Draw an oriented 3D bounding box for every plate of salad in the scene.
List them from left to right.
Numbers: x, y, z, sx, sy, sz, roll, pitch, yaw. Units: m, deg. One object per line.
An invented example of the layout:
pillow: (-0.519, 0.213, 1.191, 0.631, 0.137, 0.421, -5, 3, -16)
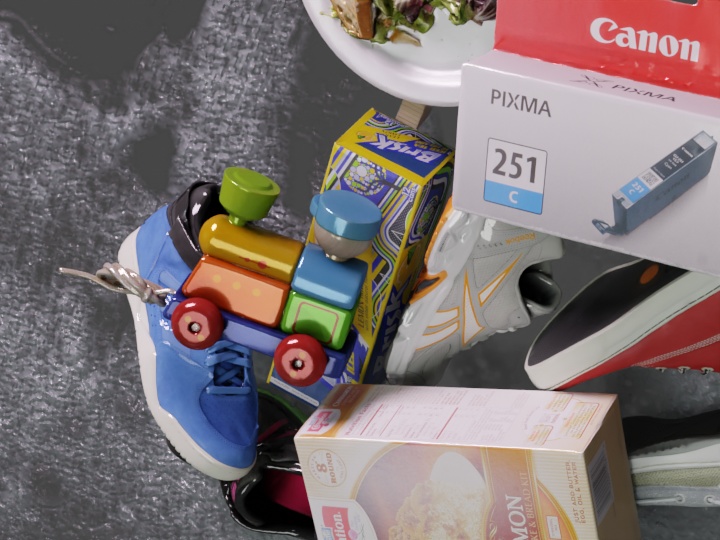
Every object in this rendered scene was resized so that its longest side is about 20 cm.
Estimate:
plate of salad: (0.041, -0.196, 1.326, 0.199, 0.048, 0.202, 8, 109, 24)

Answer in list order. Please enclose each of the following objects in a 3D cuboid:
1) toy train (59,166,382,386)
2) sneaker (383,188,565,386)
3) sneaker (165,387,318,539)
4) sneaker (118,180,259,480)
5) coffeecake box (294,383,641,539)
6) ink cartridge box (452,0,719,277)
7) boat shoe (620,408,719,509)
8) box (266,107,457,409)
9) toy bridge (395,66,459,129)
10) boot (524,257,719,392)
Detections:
toy train: (-0.088, -0.015, 1.388, 0.199, 0.085, 0.116, 20, 111, 3)
sneaker: (0.078, 0.022, 1.409, 0.091, 0.076, 0.201, 24, 138, 3)
sneaker: (-0.069, 0.136, 1.534, 0.199, 0.083, 0.077, 19, 112, 38)
sneaker: (-0.095, 0.034, 1.477, 0.111, 0.076, 0.201, -41, 55, 36)
coffeecake box: (0.073, 0.158, 1.393, 0.199, 0.073, 0.155, 1, 118, 27)
ink cartridge box: (0.153, -0.101, 1.246, 0.199, 0.045, 0.178, 15, 114, 26)
boat shoe: (0.200, 0.132, 1.406, 0.201, 0.074, 0.065, -12, 104, 26)
box: (0.000, 0.000, 1.452, 0.070, 0.064, 0.201, 27, 125, 15)
toy bridge: (0.121, -0.079, 1.367, 0.199, 0.027, 0.068, 30, 125, 11)
boot: (0.211, 0.055, 1.350, 0.199, 0.073, 0.144, -31, 115, 35)
